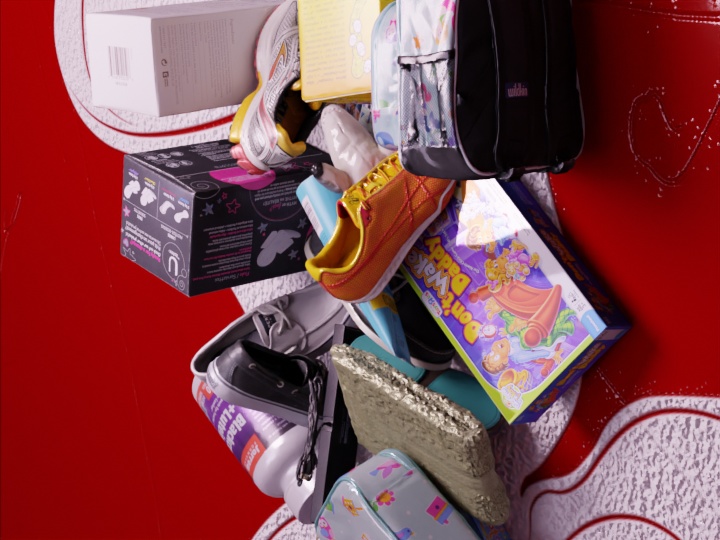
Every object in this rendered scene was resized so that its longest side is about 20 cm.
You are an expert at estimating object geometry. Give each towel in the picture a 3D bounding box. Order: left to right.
[{"bbox_3d":[0.055,0.151,1.603,0.200,0.036,0.149,28,149,39],"label":"towel"}]

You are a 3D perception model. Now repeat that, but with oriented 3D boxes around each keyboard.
[{"bbox_3d":[-0.030,0.154,1.707,0.021,0.127,0.201,4,84,23],"label":"keyboard"}]

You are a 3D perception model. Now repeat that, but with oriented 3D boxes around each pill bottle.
[{"bbox_3d":[-0.086,0.171,1.827,0.200,0.111,0.112,50,135,30],"label":"pill bottle"}]

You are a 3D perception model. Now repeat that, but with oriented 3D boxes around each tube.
[{"bbox_3d":[0.000,0.000,1.620,0.050,0.077,0.200,-29,72,13],"label":"tube"}]

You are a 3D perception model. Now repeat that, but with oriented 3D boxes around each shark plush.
[{"bbox_3d":[0.031,-0.074,1.634,0.200,0.091,0.083,45,179,-16],"label":"shark plush"}]

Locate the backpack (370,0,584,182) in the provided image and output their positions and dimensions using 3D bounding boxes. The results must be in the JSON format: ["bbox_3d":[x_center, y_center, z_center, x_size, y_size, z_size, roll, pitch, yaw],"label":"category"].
[{"bbox_3d":[0.100,-0.183,1.439,0.150,0.177,0.201,10,105,43],"label":"backpack"}]

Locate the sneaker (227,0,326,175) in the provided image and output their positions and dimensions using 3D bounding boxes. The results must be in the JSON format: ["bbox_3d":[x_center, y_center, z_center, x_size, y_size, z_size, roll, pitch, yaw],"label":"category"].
[{"bbox_3d":[-0.059,-0.186,1.672,0.082,0.078,0.201,-9,60,45],"label":"sneaker"}]

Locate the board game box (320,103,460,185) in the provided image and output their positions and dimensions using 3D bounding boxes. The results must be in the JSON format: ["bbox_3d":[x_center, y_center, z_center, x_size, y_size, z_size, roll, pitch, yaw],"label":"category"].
[{"bbox_3d":[0.041,-0.157,1.638,0.200,0.029,0.135,37,128,39],"label":"board game box"}]

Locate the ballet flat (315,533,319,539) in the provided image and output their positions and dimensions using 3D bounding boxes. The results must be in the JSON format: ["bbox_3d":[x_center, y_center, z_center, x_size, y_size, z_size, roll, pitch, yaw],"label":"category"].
[{"bbox_3d":[-0.011,0.336,1.818,0.200,0.065,0.071,57,149,26],"label":"ballet flat"}]

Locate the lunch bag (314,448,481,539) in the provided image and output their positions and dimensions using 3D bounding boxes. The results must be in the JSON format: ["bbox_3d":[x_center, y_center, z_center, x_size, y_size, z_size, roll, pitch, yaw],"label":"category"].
[{"bbox_3d":[0.047,0.272,1.628,0.200,0.077,0.161,48,152,15],"label":"lunch bag"}]

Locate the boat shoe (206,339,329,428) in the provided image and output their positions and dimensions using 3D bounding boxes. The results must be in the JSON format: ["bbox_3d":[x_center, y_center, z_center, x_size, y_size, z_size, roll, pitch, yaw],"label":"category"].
[{"bbox_3d":[-0.064,0.115,1.728,0.057,0.200,0.069,-49,48,25],"label":"boat shoe"}]

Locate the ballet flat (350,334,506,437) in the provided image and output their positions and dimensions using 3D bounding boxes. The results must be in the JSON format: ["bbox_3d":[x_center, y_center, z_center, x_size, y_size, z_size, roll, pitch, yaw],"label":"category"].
[{"bbox_3d":[0.068,0.125,1.667,0.200,0.073,0.073,27,121,37],"label":"ballet flat"}]

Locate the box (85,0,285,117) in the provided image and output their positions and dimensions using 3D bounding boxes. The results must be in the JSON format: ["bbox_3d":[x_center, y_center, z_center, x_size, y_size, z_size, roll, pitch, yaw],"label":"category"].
[{"bbox_3d":[-0.159,-0.220,1.730,0.124,0.200,0.098,13,111,50],"label":"box"}]

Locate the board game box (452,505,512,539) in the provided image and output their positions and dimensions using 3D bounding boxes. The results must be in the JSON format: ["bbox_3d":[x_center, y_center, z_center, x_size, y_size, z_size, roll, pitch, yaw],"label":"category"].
[{"bbox_3d":[0.082,0.299,1.717,0.200,0.037,0.152,-46,66,46],"label":"board game box"}]

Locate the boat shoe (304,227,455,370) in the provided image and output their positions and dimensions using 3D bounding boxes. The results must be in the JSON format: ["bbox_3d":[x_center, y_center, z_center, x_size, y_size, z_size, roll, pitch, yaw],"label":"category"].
[{"bbox_3d":[0.023,0.016,1.670,0.200,0.072,0.068,48,129,21],"label":"boat shoe"}]

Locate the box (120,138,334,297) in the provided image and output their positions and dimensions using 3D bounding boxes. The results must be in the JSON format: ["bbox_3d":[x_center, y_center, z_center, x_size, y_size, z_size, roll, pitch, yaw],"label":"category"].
[{"bbox_3d":[-0.127,-0.061,1.738,0.132,0.200,0.115,28,121,44],"label":"box"}]

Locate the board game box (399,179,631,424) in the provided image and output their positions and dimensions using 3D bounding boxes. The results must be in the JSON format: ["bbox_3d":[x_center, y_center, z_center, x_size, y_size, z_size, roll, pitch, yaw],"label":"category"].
[{"bbox_3d":[0.132,0.019,1.533,0.135,0.045,0.200,-49,62,27],"label":"board game box"}]

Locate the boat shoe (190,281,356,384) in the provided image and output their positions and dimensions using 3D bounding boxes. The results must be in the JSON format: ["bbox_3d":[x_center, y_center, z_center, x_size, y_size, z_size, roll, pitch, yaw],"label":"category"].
[{"bbox_3d":[-0.087,0.061,1.761,0.200,0.066,0.072,-28,63,17],"label":"boat shoe"}]

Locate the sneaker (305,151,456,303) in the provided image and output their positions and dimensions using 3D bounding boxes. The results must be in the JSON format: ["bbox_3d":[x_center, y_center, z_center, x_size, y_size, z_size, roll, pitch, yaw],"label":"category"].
[{"bbox_3d":[0.026,-0.064,1.543,0.073,0.077,0.200,24,81,53],"label":"sneaker"}]

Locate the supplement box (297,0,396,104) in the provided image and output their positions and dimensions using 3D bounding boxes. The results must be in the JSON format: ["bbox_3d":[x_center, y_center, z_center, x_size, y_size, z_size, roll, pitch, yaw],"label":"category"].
[{"bbox_3d":[0.017,-0.254,1.544,0.109,0.109,0.201,-3,90,46],"label":"supplement box"}]
